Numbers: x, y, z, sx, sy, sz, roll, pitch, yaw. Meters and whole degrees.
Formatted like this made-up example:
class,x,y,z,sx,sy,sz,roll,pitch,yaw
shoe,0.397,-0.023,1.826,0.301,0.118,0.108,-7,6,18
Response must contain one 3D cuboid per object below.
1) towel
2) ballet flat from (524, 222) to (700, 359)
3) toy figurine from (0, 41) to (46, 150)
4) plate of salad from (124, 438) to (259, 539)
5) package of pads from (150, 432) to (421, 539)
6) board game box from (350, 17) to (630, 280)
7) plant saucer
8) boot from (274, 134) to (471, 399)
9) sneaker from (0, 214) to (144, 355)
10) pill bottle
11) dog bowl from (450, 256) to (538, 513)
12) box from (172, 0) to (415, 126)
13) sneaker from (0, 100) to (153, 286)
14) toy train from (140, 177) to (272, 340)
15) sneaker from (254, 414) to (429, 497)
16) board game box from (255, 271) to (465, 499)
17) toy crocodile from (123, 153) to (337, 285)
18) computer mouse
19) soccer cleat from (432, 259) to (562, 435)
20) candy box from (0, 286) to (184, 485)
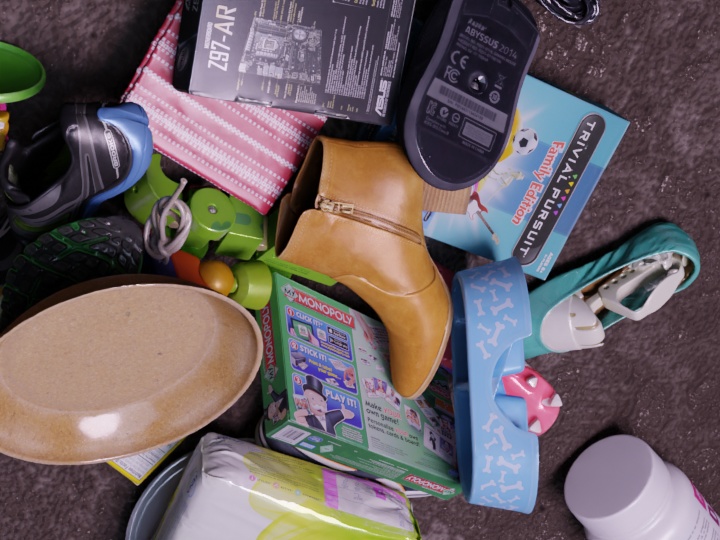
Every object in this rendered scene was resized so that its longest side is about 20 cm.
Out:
class,x,y,z,sx,sy,sz,roll,pitch,yaw
towel,-0.075,-0.160,0.886,0.144,0.022,0.200,31,88,-28
ballet flat,0.210,0.026,1.061,0.200,0.070,0.067,-31,123,-2
toy figurine,-0.323,-0.057,0.838,0.200,0.150,0.184,-15,135,-39
plate of salad,-0.106,0.237,1.069,0.200,0.048,0.201,-3,105,-11
package of pads,-0.066,0.229,1.001,0.200,0.068,0.155,20,113,-17
board game box,0.097,-0.094,0.982,0.200,0.047,0.151,19,107,-24
plant saucer,-0.166,0.061,0.819,0.200,0.035,0.200,-15,145,-11
boot,0.000,0.000,0.926,0.144,0.071,0.202,4,104,-27
sneaker,-0.219,0.027,0.871,0.078,0.085,0.200,44,117,-5
pill bottle,0.286,0.253,1.167,0.113,0.113,0.200,-41,120,3
dog bowl,0.102,0.090,0.953,0.049,0.111,0.201,-2,85,-3
box,-0.037,-0.212,0.853,0.160,0.044,0.201,5,101,-26
sneaker,-0.221,-0.058,0.845,0.083,0.071,0.200,9,145,-39
toy train,-0.114,0.007,0.889,0.116,0.085,0.200,0,141,-36
sneaker,0.016,0.143,1.035,0.200,0.079,0.079,10,145,-21
board game box,0.002,0.095,0.970,0.200,0.135,0.029,27,130,-38
toy crocodile,-0.089,-0.033,0.945,0.200,0.062,0.067,16,147,-26
computer mouse,0.085,-0.153,0.899,0.138,0.053,0.200,28,83,-27
soccer cleat,0.091,0.067,1.045,0.200,0.076,0.067,44,76,-10
candy box,-0.215,0.080,0.972,0.102,0.026,0.200,-43,119,5
